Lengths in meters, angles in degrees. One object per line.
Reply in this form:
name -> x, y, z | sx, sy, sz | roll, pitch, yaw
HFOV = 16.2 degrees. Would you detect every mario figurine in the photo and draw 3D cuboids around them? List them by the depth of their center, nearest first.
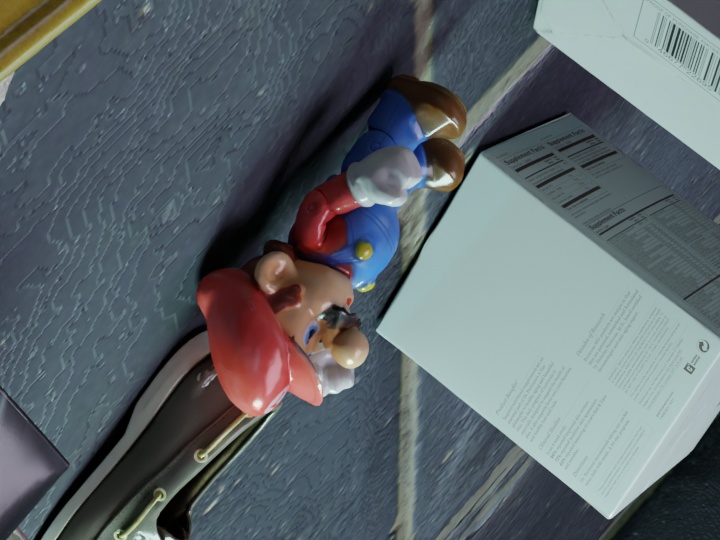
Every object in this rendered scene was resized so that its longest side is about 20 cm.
mario figurine -> 0.000, 0.000, 1.339 | 0.200, 0.106, 0.124 | -53, 126, -22

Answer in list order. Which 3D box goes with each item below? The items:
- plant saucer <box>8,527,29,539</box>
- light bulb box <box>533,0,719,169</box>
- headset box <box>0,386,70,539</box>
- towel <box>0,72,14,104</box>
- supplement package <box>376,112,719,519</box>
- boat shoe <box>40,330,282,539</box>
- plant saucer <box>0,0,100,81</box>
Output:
plant saucer -> -0.212, 0.204, 1.174 | 0.200, 0.034, 0.202 | 0, 90, -57
light bulb box -> 0.240, -0.178, 1.471 | 0.200, 0.198, 0.125 | -47, 166, -21
headset box -> -0.211, 0.062, 0.791 | 0.200, 0.093, 0.174 | -50, 136, -13
towel -> -0.185, -0.025, 0.909 | 0.132, 0.034, 0.201 | -31, 154, -50
supplement package -> 0.150, 0.025, 1.655 | 0.150, 0.200, 0.152 | -26, 150, -58
boat shoe -> -0.118, 0.129, 1.386 | 0.202, 0.060, 0.072 | -55, 164, 11
plant saucer -> -0.116, -0.131, 0.694 | 0.200, 0.048, 0.201 | -44, 136, -29
